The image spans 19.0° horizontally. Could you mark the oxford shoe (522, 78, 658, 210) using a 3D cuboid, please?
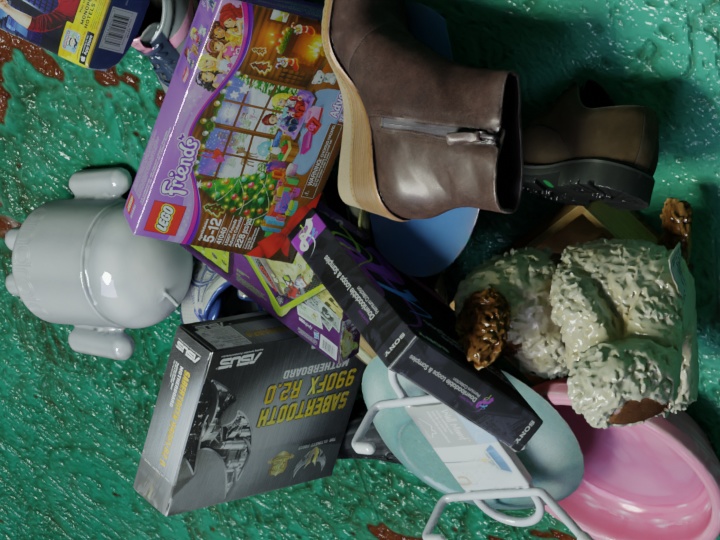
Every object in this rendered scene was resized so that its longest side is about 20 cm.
[{"bbox_3d":[0.152,-0.092,1.540,0.072,0.085,0.200,19,174,-32],"label":"oxford shoe"}]

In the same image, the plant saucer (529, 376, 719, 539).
[{"bbox_3d":[0.210,0.152,1.750,0.200,0.051,0.201,22,146,16],"label":"plant saucer"}]

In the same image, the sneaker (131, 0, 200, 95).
[{"bbox_3d":[-0.159,-0.186,1.685,0.070,0.082,0.201,14,138,28],"label":"sneaker"}]

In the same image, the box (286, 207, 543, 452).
[{"bbox_3d":[0.039,0.041,1.570,0.143,0.036,0.200,34,-168,-36],"label":"box"}]

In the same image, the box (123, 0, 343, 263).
[{"bbox_3d":[-0.080,-0.108,1.601,0.136,0.039,0.201,10,116,-27],"label":"box"}]

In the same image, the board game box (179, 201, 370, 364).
[{"bbox_3d":[-0.073,-0.024,1.735,0.200,0.032,0.120,36,141,32],"label":"board game box"}]

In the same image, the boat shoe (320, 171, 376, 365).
[{"bbox_3d":[0.000,0.000,1.767,0.076,0.072,0.200,-21,115,37],"label":"boat shoe"}]

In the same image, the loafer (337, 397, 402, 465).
[{"bbox_3d":[0.031,0.145,1.892,0.200,0.068,0.071,-18,108,45],"label":"loafer"}]

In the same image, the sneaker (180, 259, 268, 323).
[{"bbox_3d":[-0.119,0.027,1.878,0.075,0.088,0.200,41,145,-8],"label":"sneaker"}]

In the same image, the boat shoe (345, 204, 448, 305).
[{"bbox_3d":[0.032,0.003,1.711,0.060,0.072,0.202,-114,8,-61],"label":"boat shoe"}]

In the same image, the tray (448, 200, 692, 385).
[{"bbox_3d":[0.160,0.012,1.666,0.099,0.037,0.200,42,145,-6],"label":"tray"}]

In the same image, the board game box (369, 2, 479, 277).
[{"bbox_3d":[0.052,-0.096,1.586,0.158,0.039,0.201,-30,68,59],"label":"board game box"}]

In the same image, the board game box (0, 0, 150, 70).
[{"bbox_3d":[-0.221,-0.271,1.594,0.199,0.062,0.201,27,101,32],"label":"board game box"}]

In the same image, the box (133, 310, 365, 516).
[{"bbox_3d":[-0.086,0.112,1.803,0.048,0.199,0.159,34,117,36],"label":"box"}]

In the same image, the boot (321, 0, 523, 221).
[{"bbox_3d":[0.051,-0.135,1.497,0.166,0.072,0.201,0,91,47],"label":"boot"}]

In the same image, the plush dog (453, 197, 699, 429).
[{"bbox_3d":[0.150,0.027,1.540,0.171,0.200,0.161,2,91,16],"label":"plush dog"}]

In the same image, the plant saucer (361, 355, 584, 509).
[{"bbox_3d":[0.084,0.142,1.758,0.200,0.039,0.201,22,146,15],"label":"plant saucer"}]

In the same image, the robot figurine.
[{"bbox_3d":[-0.230,-0.006,1.913,0.199,0.113,0.171,1,97,39],"label":"robot figurine"}]

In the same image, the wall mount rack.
[{"bbox_3d":[0.095,0.154,1.663,0.173,0.075,0.200,-8,130,39],"label":"wall mount rack"}]
